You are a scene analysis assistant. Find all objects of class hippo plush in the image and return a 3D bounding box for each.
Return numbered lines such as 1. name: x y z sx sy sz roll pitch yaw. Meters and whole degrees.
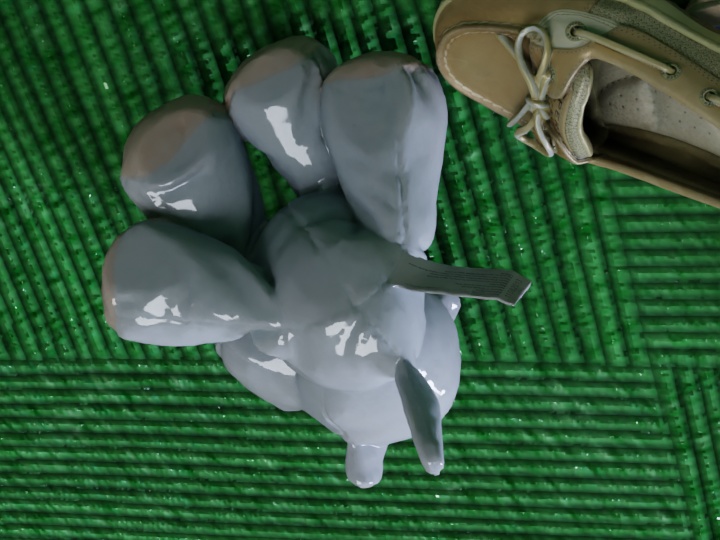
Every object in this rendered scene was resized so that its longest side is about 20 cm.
1. hippo plush: 0.000 0.000 1.023 0.199 0.160 0.161 22 168 23

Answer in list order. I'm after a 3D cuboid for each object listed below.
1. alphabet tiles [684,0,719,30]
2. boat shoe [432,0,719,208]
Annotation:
1. alphabet tiles: 0.230 -0.085 0.910 0.199 0.015 0.196 -11 126 30
2. boat shoe: 0.112 -0.063 0.926 0.200 0.063 0.073 22 143 19
